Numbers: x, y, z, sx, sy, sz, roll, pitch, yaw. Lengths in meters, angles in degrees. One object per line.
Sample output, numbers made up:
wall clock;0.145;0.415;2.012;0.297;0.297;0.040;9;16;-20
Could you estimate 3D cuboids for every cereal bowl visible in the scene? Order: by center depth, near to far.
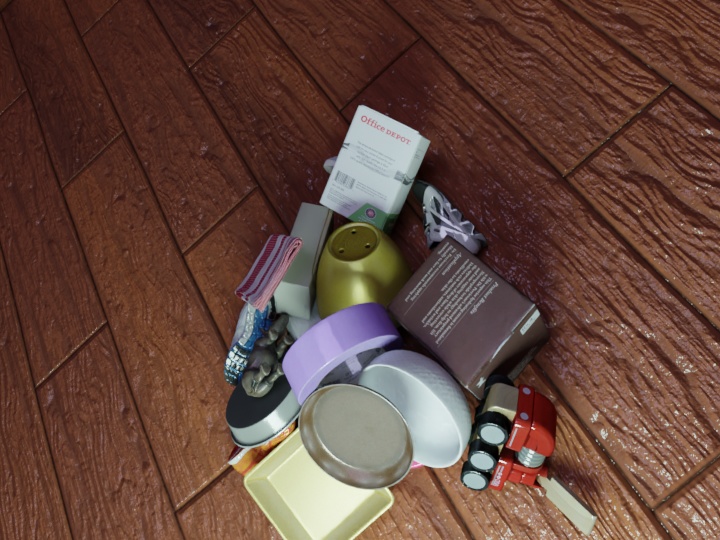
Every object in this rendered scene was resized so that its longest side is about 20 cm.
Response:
cereal bowl;0.095;0.207;1.017;0.196;0.205;0.083;21;43;32

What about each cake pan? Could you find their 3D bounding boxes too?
cake pan;-0.167;0.223;1.158;0.197;0.037;0.202;-30;28;17

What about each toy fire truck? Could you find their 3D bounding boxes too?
toy fire truck;0.258;0.279;0.949;0.194;0.180;0.130;16;40;8

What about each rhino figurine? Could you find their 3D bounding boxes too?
rhino figurine;-0.167;0.145;1.163;0.087;0.059;0.202;-44;20;29

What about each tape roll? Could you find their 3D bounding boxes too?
tape roll;-0.028;0.141;1.047;0.198;0.200;0.066;-37;64;7

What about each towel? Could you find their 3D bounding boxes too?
towel;-0.175;-0.004;1.192;0.146;0.022;0.199;-59;22;-7

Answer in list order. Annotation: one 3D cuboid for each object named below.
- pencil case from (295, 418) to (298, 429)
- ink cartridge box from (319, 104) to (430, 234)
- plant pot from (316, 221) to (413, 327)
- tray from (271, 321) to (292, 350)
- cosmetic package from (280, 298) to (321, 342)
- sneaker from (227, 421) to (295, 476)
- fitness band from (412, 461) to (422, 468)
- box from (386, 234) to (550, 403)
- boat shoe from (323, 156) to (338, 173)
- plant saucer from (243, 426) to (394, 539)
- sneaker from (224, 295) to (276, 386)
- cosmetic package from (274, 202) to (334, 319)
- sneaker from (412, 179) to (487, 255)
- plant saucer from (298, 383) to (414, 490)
pencil case;-0.061;0.213;1.182;0.204;0.082;0.086;-61;24;-7
ink cartridge box;0.029;-0.192;1.238;0.143;0.084;0.205;29;102;17
plant pot;0.000;0.000;1.162;0.193;0.144;0.204;-8;45;8
tray;-0.180;0.206;1.271;0.096;0.037;0.206;-12;64;22
cosmetic package;-0.123;0.066;1.275;0.081;0.051;0.202;-21;56;-17
sneaker;-0.166;0.317;1.166;0.200;0.077;0.074;-43;15;40
fitness band;0.062;0.246;1.116;0.199;0.037;0.144;42;87;22
box;0.179;0.086;1.064;0.166;0.164;0.200;-47;57;0
boat shoe;0.017;-0.217;1.329;0.195;0.072;0.070;12;72;30
plant saucer;-0.070;0.372;1.104;0.199;0.048;0.201;-41;83;5
sneaker;-0.219;0.127;1.272;0.205;0.073;0.086;-68;22;-1
cosmetic package;-0.107;-0.021;1.246;0.071;0.105;0.204;10;53;4
sneaker;0.144;-0.090;1.209;0.088;0.074;0.201;-41;57;2
plant saucer;-0.005;0.261;1.024;0.194;0.206;0.032;-7;21;24
